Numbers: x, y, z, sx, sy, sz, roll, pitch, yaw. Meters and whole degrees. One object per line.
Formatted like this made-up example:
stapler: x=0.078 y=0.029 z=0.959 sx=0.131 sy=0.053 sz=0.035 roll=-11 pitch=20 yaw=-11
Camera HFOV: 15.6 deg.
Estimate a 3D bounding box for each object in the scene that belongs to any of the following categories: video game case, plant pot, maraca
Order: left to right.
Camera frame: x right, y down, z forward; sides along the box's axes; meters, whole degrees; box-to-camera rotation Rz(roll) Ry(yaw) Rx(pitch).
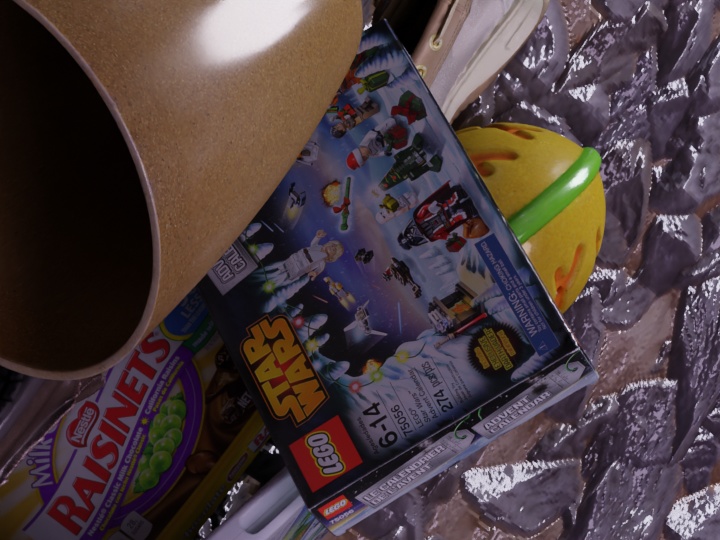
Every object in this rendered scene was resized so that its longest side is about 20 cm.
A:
plant pot: x=-0.093 y=-0.082 z=1.118 sx=0.200 sy=0.186 sz=0.187 roll=-37 pitch=132 yaw=-41
video game case: x=-0.051 y=0.134 z=1.254 sx=0.182 sy=0.022 sz=0.200 roll=-41 pitch=171 yaw=-32
maraca: x=0.050 y=-0.006 z=1.294 sx=0.107 sy=0.137 sz=0.200 roll=51 pitch=39 yaw=-3

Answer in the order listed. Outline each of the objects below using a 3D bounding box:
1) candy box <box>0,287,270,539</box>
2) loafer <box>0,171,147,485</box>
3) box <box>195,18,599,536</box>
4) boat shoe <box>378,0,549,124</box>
candy box: x=-0.096 y=0.065 z=1.223 sx=0.200 sy=0.102 sz=0.026 roll=-53 pitch=156 yaw=-10
loafer: x=-0.147 y=0.050 z=1.183 sx=0.200 sy=0.073 sz=0.071 roll=-52 pitch=137 yaw=-15
box: x=0.000 y=0.000 z=1.178 sx=0.137 sy=0.200 sz=0.040 roll=-32 pitch=149 yaw=5
boat shoe: x=0.007 y=-0.083 z=1.276 sx=0.066 sy=0.074 sz=0.200 roll=40 pitch=82 yaw=-26
